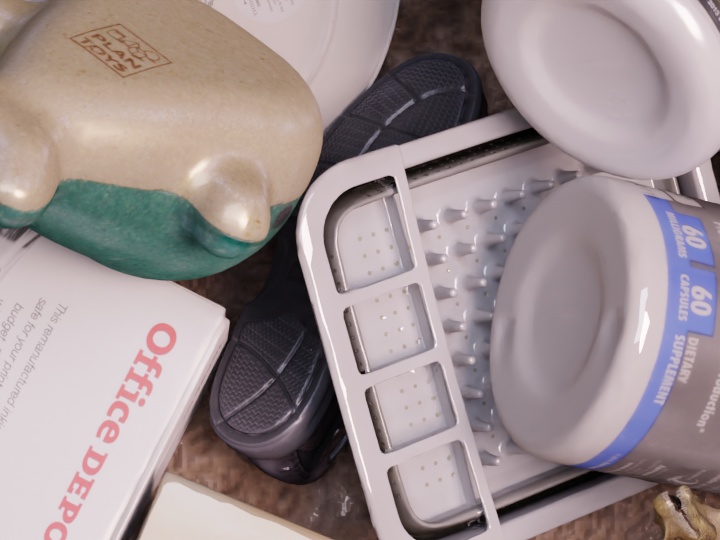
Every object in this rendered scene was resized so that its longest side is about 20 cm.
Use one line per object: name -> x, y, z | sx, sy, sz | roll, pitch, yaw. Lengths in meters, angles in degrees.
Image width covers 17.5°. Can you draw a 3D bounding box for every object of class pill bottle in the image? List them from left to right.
pill bottle -> 0.143, -0.136, 0.932 | 0.112, 0.112, 0.200 | 39, 57, 6
pill bottle -> 0.162, 0.036, 0.942 | 0.199, 0.114, 0.115 | 12, 76, -26

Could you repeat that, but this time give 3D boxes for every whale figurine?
whale figurine -> -0.104, -0.043, 0.899 | 0.159, 0.200, 0.104 | 36, 117, 18

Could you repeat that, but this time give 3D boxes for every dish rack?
dish rack -> 0.068, 0.019, 0.982 | 0.199, 0.043, 0.173 | -19, 96, -24

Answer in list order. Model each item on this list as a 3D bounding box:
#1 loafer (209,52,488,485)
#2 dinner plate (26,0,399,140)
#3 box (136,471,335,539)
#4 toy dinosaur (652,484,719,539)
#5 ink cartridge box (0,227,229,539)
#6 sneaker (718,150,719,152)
loafer -> 0.000, 0.000, 1.021 | 0.071, 0.063, 0.201 | 18, 71, 32
dinner plate -> -0.076, -0.114, 0.989 | 0.198, 0.024, 0.202 | -7, 118, -14
box -> -0.003, 0.160, 0.961 | 0.199, 0.095, 0.078 | 22, 77, 1
toy dinosaur -> 0.195, 0.135, 0.911 | 0.101, 0.058, 0.200 | -38, 103, 15
ink cartridge box -> -0.173, 0.044, 0.982 | 0.199, 0.084, 0.147 | 27, 77, 3
sneaker -> 0.201, -0.106, 1.045 | 0.139, 0.078, 0.201 | -17, 69, -23
